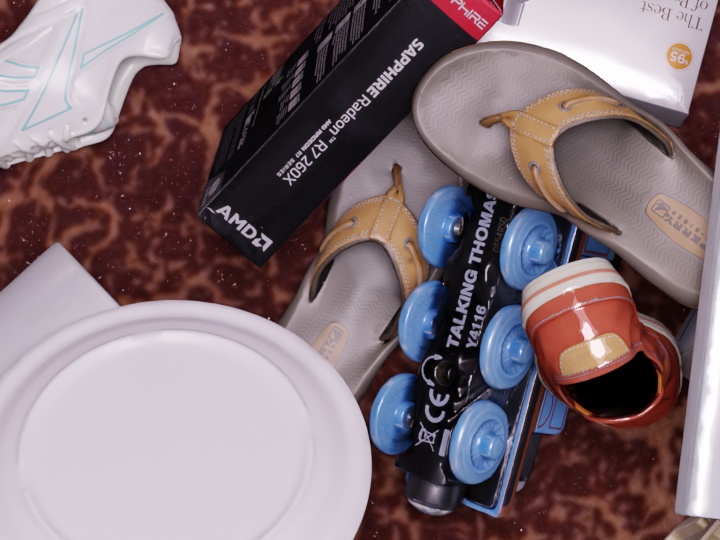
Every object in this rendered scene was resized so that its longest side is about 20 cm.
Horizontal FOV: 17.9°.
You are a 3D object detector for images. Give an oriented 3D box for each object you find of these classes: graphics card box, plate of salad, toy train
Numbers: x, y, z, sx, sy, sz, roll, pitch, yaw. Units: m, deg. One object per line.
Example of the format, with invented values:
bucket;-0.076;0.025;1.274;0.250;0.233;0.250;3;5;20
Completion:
graphics card box;-0.003;-0.106;1.231;0.051;0.126;0.200;40;112;-15
plate of salad;-0.094;0.100;1.110;0.198;0.048;0.201;1;51;-1
toy train;0.078;0.038;1.257;0.086;0.114;0.202;17;94;39

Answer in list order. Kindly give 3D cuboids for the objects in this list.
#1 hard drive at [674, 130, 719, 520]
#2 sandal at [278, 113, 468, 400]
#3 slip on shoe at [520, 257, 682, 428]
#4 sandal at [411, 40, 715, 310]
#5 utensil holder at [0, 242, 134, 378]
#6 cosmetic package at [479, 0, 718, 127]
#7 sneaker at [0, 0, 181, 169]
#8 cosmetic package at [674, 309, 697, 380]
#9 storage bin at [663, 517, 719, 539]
hard drive;0.225;0.024;1.088;0.131;0.027;0.202;8;87;-10
sandal;0.000;0.000;1.286;0.081;0.055;0.201;30;86;3
slip on shoe;0.128;0.053;1.178;0.074;0.200;0.062;-22;68;8
sandal;0.113;-0.049;1.119;0.200;0.055;0.082;38;93;16
utensil holder;-0.180;0.110;1.232;0.200;0.170;0.170;-43;86;-5
cosmetic package;0.100;-0.150;1.307;0.198;0.051;0.083;15;86;3
sneaker;-0.186;-0.094;1.299;0.200;0.070;0.080;-44;88;-3
cosmetic package;0.284;0.042;1.211;0.198;0.200;0.124;31;87;3
storage bin;0.195;0.270;1.248;0.200;0.094;0.199;42;86;5
